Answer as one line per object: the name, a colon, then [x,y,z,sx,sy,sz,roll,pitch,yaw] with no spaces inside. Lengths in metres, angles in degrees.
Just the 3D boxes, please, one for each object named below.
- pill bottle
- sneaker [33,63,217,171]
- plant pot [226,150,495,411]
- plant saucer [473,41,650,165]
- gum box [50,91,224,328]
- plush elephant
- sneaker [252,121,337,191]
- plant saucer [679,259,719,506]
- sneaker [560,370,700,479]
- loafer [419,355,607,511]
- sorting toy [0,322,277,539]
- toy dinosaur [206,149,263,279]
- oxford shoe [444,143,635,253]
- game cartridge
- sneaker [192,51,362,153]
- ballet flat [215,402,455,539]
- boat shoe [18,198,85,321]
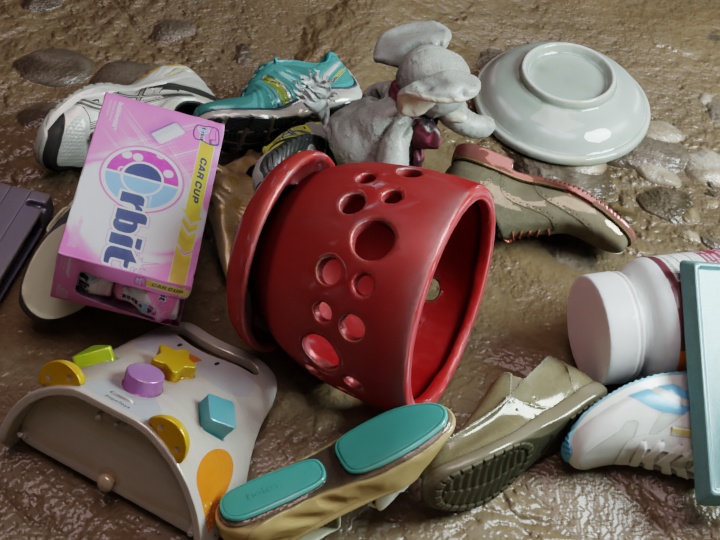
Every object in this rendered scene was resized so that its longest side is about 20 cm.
pill bottle: [0.291,0.041,1.032,0.197,0.115,0.115,-7,48,-11]
sneaker: [-0.228,-0.145,1.179,0.199,0.076,0.088,-30,56,-28]
plant pot: [0.000,0.000,0.988,0.181,0.202,0.201,20,48,20]
plant saucer: [0.225,-0.200,1.290,0.197,0.051,0.202,3,47,-3]
gum box: [-0.193,-0.051,1.028,0.112,0.066,0.202,14,51,-11]
plush elephant: [0.052,-0.146,1.104,0.154,0.200,0.166,-27,39,18]
sneaker: [-0.063,-0.097,1.134,0.075,0.076,0.200,-7,13,22]
plant saucer: [0.300,0.088,0.950,0.069,0.019,0.203,4,74,-9]
sneaker: [0.263,0.135,0.972,0.197,0.077,0.081,-12,57,-11]
loafer: [0.117,0.131,0.965,0.199,0.077,0.067,-21,51,-35]
sorting toy: [-0.159,0.103,0.963,0.198,0.108,0.180,24,31,16]
toy dinosaur: [-0.137,-0.065,1.126,0.100,0.059,0.202,6,47,-1]
oxford shoe: [0.169,-0.052,1.152,0.198,0.071,0.075,24,74,17]
game cartridge: [-0.379,-0.007,1.069,0.128,0.039,0.201,10,48,9]
sneaker: [-0.091,-0.176,1.211,0.198,0.077,0.080,-20,78,-34]
ballet flat: [-0.014,0.164,0.903,0.198,0.064,0.069,-23,30,-2]
boat shoe: [-0.257,-0.028,1.081,0.062,0.071,0.201,-17,35,40]
